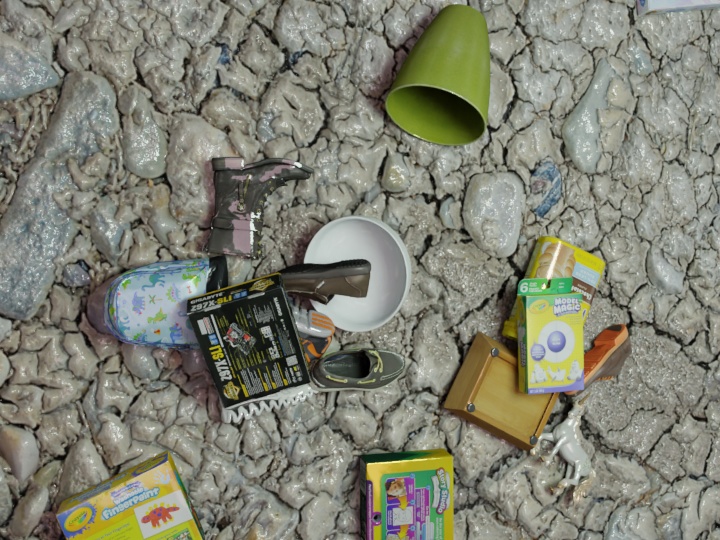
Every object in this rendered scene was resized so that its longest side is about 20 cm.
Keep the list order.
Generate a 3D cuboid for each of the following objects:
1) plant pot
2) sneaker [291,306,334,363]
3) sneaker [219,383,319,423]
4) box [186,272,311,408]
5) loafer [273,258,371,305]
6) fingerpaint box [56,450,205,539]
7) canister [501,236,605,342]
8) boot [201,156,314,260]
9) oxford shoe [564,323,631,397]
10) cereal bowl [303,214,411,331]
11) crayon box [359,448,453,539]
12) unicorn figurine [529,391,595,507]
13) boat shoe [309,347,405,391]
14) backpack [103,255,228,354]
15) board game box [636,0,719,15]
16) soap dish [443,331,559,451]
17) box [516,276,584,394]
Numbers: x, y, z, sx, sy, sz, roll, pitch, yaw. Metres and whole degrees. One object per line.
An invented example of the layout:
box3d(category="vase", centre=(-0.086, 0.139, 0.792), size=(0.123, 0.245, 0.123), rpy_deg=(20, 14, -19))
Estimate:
box3d(category="plant pot", centre=(0.157, -0.360, 1.351), size=(0.184, 0.187, 0.204), rpy_deg=(21, 72, -13))
box3d(category="sneaker", centre=(-0.150, 0.113, 1.317), size=(0.196, 0.078, 0.114), rpy_deg=(21, 118, -9))
box3d(category="sneaker", centre=(-0.156, 0.207, 1.341), size=(0.195, 0.075, 0.083), rpy_deg=(-14, 86, -13))
box3d(category="box", centre=(-0.178, 0.117, 1.241), size=(0.156, 0.050, 0.203), rpy_deg=(-15, 122, -1))
box3d(category="loafer", centre=(-0.074, 0.028, 1.289), size=(0.195, 0.073, 0.073), rpy_deg=(-5, 103, 21))
box3d(category="fingerpaint box", centre=(-0.385, 0.432, 1.291), size=(0.197, 0.073, 0.170), rpy_deg=(-24, 98, -12))
box3d(category="canister", centre=(0.370, 0.054, 1.448), size=(0.146, 0.086, 0.204), rpy_deg=(22, 86, -12))
box3d(category="boot", centre=(-0.179, -0.107, 1.330), size=(0.195, 0.069, 0.179), rpy_deg=(0, 95, -5))
box3d(category="oxford shoe", centre=(0.464, 0.188, 1.464), size=(0.199, 0.071, 0.074), rpy_deg=(-37, 105, -25))
box3d(category="cereal bowl", centre=(0.000, 0.000, 1.343), size=(0.195, 0.083, 0.205), rpy_deg=(3, 102, 16))
box3d(category="crayon box", centre=(0.086, 0.443, 1.409), size=(0.168, 0.058, 0.206), rpy_deg=(-1, 93, -14))
box3d(category="unicorn figurine", centre=(0.404, 0.344, 1.479), size=(0.136, 0.073, 0.203), rpy_deg=(-32, 113, -20))
box3d(category="boat shoe", centre=(0.003, 0.174, 1.352), size=(0.197, 0.061, 0.073), rpy_deg=(-5, 66, -31))
box3d(category="backpack", centre=(-0.327, 0.058, 1.269), size=(0.195, 0.154, 0.168), rpy_deg=(4, 98, -1))
box3d(category="board game box", centre=(0.635, -0.620, 1.507), size=(0.195, 0.041, 0.205), rpy_deg=(-8, 93, -13))
box3d(category="soap dish", centre=(0.276, 0.233, 1.434), size=(0.197, 0.081, 0.160), rpy_deg=(28, 86, -12))
box3d(category="box", centre=(0.345, 0.116, 1.374), size=(0.114, 0.048, 0.206), rpy_deg=(-3, 91, -12))
